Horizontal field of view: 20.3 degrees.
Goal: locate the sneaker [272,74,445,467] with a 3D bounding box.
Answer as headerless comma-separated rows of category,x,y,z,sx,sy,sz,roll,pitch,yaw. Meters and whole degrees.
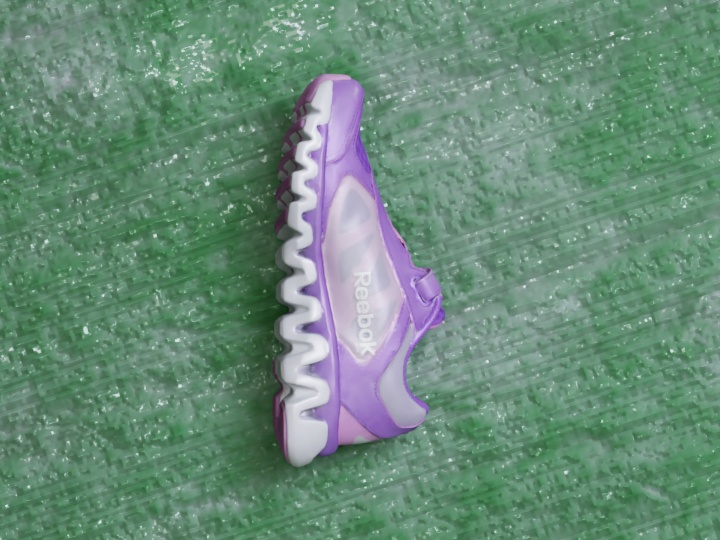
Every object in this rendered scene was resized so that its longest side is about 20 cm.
sneaker,0.000,0.000,1.036,0.088,0.080,0.201,0,92,-6
